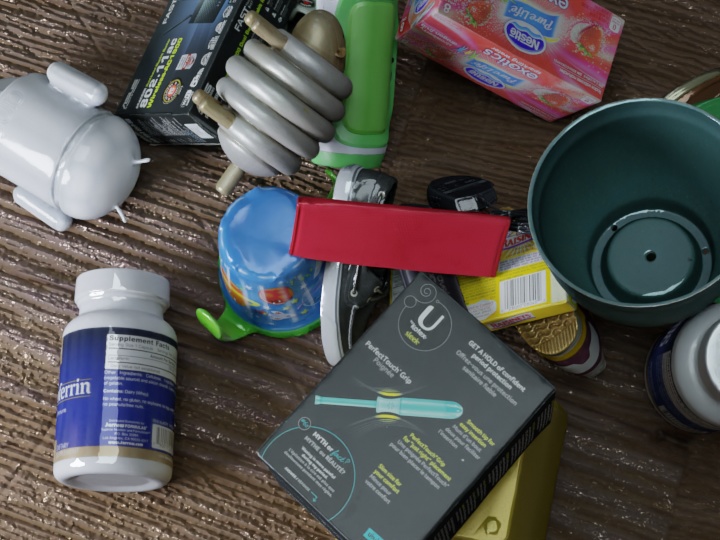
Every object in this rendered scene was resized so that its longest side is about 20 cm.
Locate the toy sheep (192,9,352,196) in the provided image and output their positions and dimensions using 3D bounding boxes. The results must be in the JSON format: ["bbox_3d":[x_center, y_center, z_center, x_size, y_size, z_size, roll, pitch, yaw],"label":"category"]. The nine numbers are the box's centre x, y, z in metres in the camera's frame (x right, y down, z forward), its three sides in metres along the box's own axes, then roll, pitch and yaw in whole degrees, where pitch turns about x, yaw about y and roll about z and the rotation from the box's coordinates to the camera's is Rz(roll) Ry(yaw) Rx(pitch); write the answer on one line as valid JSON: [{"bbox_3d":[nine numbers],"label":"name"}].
[{"bbox_3d":[-0.082,-0.161,1.420,0.137,0.138,0.201,38,99,15],"label":"toy sheep"}]

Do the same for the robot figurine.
[{"bbox_3d":[-0.308,-0.126,1.522,0.198,0.113,0.171,28,119,15],"label":"robot figurine"}]

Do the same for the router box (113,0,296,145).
[{"bbox_3d":[-0.157,-0.228,1.528,0.149,0.062,0.202,4,66,51],"label":"router box"}]

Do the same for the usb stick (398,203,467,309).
[{"bbox_3d":[0.067,0.012,1.418,0.055,0.033,0.202,-5,47,-12],"label":"usb stick"}]

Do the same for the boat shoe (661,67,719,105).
[{"bbox_3d":[0.301,-0.121,1.493,0.199,0.076,0.074,-38,80,0],"label":"boat shoe"}]

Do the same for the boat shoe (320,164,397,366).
[{"bbox_3d":[0.000,0.000,1.439,0.056,0.069,0.203,10,106,19],"label":"boat shoe"}]

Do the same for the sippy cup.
[{"bbox_3d":[-0.083,-0.017,1.459,0.137,0.131,0.180,5,72,6],"label":"sippy cup"}]

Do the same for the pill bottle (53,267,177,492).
[{"bbox_3d":[-0.235,0.106,1.442,0.114,0.116,0.203,-1,71,5],"label":"pill bottle"}]

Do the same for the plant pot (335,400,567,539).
[{"bbox_3d":[0.081,0.185,1.355,0.197,0.177,0.203,11,74,8],"label":"plant pot"}]

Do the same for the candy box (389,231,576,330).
[{"bbox_3d":[0.115,0.012,1.431,0.198,0.026,0.103,-16,53,30],"label":"candy box"}]

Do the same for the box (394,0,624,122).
[{"bbox_3d":[0.149,-0.240,1.482,0.198,0.102,0.096,25,74,-20],"label":"box"}]

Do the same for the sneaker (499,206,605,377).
[{"bbox_3d":[0.174,0.025,1.460,0.075,0.090,0.201,-36,47,14],"label":"sneaker"}]

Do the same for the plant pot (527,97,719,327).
[{"bbox_3d":[0.257,-0.033,1.328,0.197,0.134,0.203,-6,63,13],"label":"plant pot"}]

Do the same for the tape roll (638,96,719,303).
[{"bbox_3d":[0.363,-0.068,1.440,0.197,0.048,0.204,0,93,-4],"label":"tape roll"}]

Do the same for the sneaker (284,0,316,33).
[{"bbox_3d":[-0.044,-0.271,1.557,0.073,0.089,0.202,18,74,4],"label":"sneaker"}]

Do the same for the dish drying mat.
[{"bbox_3d":[0.035,-0.032,1.371,0.197,0.077,0.018,5,43,-7],"label":"dish drying mat"}]

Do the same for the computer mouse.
[{"bbox_3d":[0.125,-0.056,1.447,0.058,0.200,0.035,-16,111,-21],"label":"computer mouse"}]

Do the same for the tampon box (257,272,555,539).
[{"bbox_3d":[0.041,0.136,1.215,0.150,0.126,0.200,41,79,15],"label":"tampon box"}]

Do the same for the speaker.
[{"bbox_3d":[-0.008,-0.208,1.498,0.087,0.088,0.203,5,101,7],"label":"speaker"}]

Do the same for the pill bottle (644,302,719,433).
[{"bbox_3d":[0.328,0.088,1.343,0.109,0.200,0.113,0,82,0],"label":"pill bottle"}]
